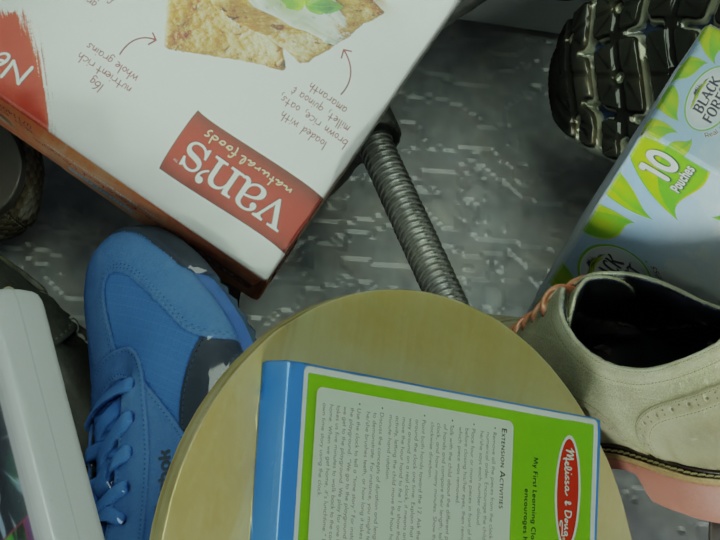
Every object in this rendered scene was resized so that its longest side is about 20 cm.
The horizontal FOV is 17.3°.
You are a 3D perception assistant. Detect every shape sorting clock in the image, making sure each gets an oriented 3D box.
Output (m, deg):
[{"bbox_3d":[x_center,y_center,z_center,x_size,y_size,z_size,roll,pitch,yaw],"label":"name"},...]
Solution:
[{"bbox_3d":[0.015,0.106,0.720,0.199,0.039,0.201,8,77,-36],"label":"shape sorting clock"}]

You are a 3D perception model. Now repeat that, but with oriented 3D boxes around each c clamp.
[{"bbox_3d":[0.000,0.000,0.832,0.170,0.027,0.201,-31,47,16],"label":"c clamp"}]

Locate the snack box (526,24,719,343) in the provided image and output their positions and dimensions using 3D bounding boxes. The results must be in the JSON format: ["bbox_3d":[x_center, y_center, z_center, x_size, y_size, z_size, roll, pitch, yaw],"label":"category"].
[{"bbox_3d":[0.144,0.009,0.825,0.142,0.200,0.053,32,69,5],"label":"snack box"}]

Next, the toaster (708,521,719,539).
[{"bbox_3d":[0.203,0.161,0.775,0.200,0.118,0.182,33,49,-47],"label":"toaster"}]

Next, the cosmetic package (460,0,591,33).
[{"bbox_3d":[0.120,-0.169,0.995,0.199,0.052,0.151,8,64,-9],"label":"cosmetic package"}]

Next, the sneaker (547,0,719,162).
[{"bbox_3d":[0.167,-0.066,0.875,0.199,0.089,0.079,1,81,20],"label":"sneaker"}]

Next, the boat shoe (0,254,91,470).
[{"bbox_3d":[-0.143,0.023,0.836,0.200,0.057,0.069,32,61,4],"label":"boat shoe"}]

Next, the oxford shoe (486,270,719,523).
[{"bbox_3d":[0.079,0.028,0.816,0.071,0.200,0.074,-39,119,-32],"label":"oxford shoe"}]

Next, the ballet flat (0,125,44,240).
[{"bbox_3d":[-0.181,-0.089,0.895,0.067,0.046,0.200,-42,71,5],"label":"ballet flat"}]

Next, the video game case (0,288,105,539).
[{"bbox_3d":[-0.121,0.135,0.719,0.023,0.182,0.201,0,62,-37],"label":"video game case"}]

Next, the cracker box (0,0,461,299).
[{"bbox_3d":[-0.034,-0.110,0.825,0.134,0.058,0.200,34,81,-1],"label":"cracker box"}]

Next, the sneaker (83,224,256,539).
[{"bbox_3d":[-0.063,0.075,0.761,0.078,0.066,0.201,-9,65,-28],"label":"sneaker"}]
